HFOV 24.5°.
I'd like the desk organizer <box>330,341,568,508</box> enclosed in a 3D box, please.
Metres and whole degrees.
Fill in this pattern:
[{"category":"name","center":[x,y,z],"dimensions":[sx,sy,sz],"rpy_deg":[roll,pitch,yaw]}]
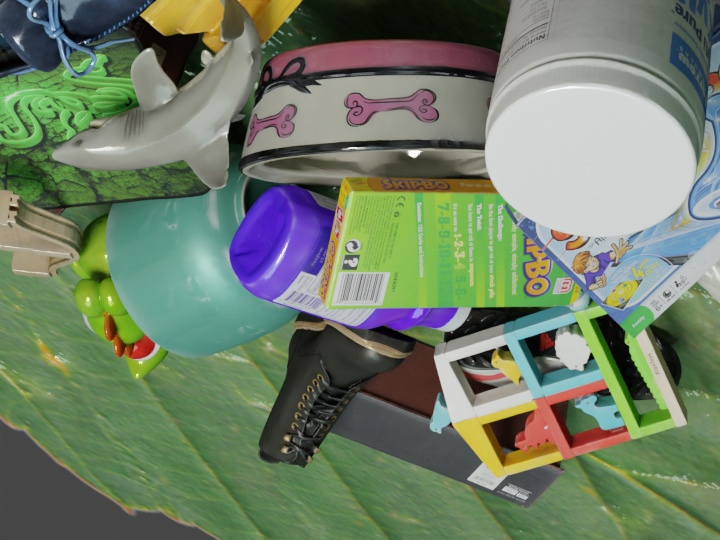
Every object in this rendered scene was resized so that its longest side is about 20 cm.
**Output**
[{"category":"desk organizer","center":[0.078,0.127,1.452],"dimensions":[0.199,0.077,0.072],"rpy_deg":[22,140,-10]}]

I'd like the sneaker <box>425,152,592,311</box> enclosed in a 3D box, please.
[{"category":"sneaker","center":[0.088,-0.039,1.269],"dimensions":[0.139,0.078,0.200],"rpy_deg":[-15,123,32]}]

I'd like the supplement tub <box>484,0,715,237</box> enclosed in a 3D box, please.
[{"category":"supplement tub","center":[0.153,-0.135,1.035],"dimensions":[0.131,0.201,0.132],"rpy_deg":[8,140,7]}]

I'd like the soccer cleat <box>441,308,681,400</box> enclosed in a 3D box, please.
[{"category":"soccer cleat","center":[0.166,0.073,1.388],"dimensions":[0.199,0.069,0.073],"rpy_deg":[6,163,3]}]

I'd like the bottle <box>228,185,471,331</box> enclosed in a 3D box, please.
[{"category":"bottle","center":[0.000,0.000,1.224],"dimensions":[0.199,0.065,0.084],"rpy_deg":[18,116,-40]}]

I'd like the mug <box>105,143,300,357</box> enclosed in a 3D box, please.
[{"category":"mug","center":[-0.095,-0.025,1.289],"dimensions":[0.114,0.185,0.153],"rpy_deg":[-22,96,34]}]

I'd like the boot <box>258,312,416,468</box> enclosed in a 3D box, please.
[{"category":"boot","center":[-0.023,0.104,1.341],"dimensions":[0.077,0.139,0.200],"rpy_deg":[23,174,-12]}]

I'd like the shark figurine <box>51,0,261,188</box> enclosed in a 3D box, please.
[{"category":"shark figurine","center":[-0.097,-0.103,1.062],"dimensions":[0.128,0.090,0.214],"rpy_deg":[3,152,-34]}]

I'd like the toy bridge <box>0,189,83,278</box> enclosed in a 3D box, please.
[{"category":"toy bridge","center":[-0.245,-0.025,1.257],"dimensions":[0.067,0.027,0.200],"rpy_deg":[6,168,0]}]

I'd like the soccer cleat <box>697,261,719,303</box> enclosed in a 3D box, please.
[{"category":"soccer cleat","center":[0.239,-0.037,1.234],"dimensions":[0.077,0.070,0.200],"rpy_deg":[-15,128,42]}]

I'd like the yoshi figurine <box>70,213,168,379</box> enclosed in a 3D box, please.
[{"category":"yoshi figurine","center":[-0.180,0.009,1.355],"dimensions":[0.112,0.112,0.200],"rpy_deg":[-39,167,1]}]

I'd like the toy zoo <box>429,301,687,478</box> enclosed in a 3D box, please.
[{"category":"toy zoo","center":[0.148,0.096,1.341],"dimensions":[0.199,0.020,0.132],"rpy_deg":[-19,116,21]}]

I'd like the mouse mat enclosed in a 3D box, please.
[{"category":"mouse mat","center":[-0.218,-0.102,1.175],"dimensions":[0.199,0.008,0.161],"rpy_deg":[-5,135,21]}]

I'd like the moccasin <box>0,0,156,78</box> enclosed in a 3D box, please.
[{"category":"moccasin","center":[-0.201,-0.153,1.056],"dimensions":[0.199,0.068,0.080],"rpy_deg":[-22,125,36]}]

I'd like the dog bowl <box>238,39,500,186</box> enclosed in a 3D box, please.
[{"category":"dog bowl","center":[0.018,-0.103,1.106],"dimensions":[0.199,0.074,0.200],"rpy_deg":[-2,176,0]}]

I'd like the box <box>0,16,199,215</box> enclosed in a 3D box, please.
[{"category":"box","center":[-0.198,-0.132,1.216],"dimensions":[0.075,0.101,0.200],"rpy_deg":[33,136,-21]}]

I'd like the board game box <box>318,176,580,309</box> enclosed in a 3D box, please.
[{"category":"board game box","center":[0.074,-0.018,1.174],"dimensions":[0.199,0.030,0.096],"rpy_deg":[1,122,-20]}]

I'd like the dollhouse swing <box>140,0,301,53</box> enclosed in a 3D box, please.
[{"category":"dollhouse swing","center":[-0.094,-0.229,0.999],"dimensions":[0.200,0.176,0.182],"rpy_deg":[38,97,-27]}]

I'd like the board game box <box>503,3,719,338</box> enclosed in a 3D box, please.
[{"category":"board game box","center":[0.217,-0.066,1.147],"dimensions":[0.200,0.035,0.135],"rpy_deg":[-45,115,11]}]
